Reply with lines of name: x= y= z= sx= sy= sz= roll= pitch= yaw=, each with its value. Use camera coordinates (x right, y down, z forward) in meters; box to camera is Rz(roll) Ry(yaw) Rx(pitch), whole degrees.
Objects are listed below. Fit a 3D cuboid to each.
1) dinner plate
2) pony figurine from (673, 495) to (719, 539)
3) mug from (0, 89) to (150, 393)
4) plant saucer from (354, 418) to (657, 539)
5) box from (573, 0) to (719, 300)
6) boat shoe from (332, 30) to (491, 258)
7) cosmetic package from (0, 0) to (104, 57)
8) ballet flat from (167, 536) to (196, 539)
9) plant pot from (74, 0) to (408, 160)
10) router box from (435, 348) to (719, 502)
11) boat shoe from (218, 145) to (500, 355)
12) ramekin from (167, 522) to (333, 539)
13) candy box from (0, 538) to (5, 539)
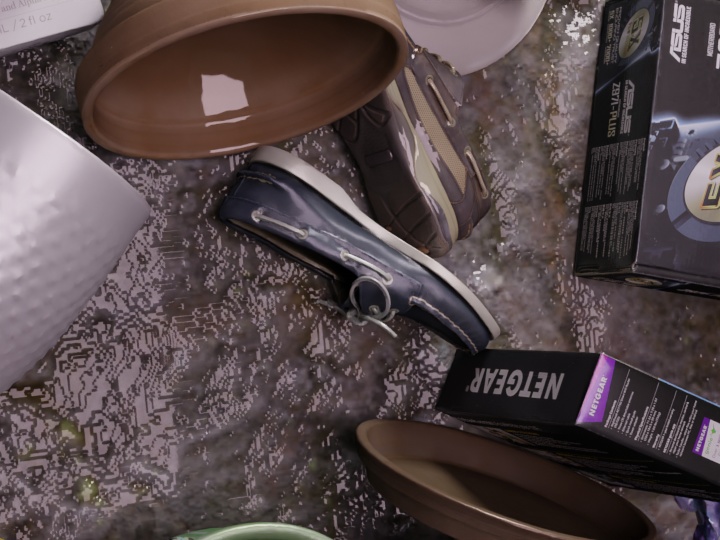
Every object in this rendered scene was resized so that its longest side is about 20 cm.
dinner plate: x=0.048 y=-0.229 z=1.317 sx=0.200 sy=0.024 sz=0.201 roll=1 pitch=87 yaw=-24
pony figurine: x=0.261 y=0.219 z=1.320 sx=0.193 sy=0.166 sz=0.201 roll=1 pitch=79 yaw=-57
mug: x=-0.250 y=-0.019 z=1.128 sx=0.200 sy=0.148 sz=0.176 roll=33 pitch=82 yaw=12
plant saucer: x=0.088 y=0.142 z=1.231 sx=0.199 sy=0.200 sz=0.030 roll=15 pitch=98 yaw=-22
box: x=0.248 y=-0.084 z=1.363 sx=0.163 sy=0.086 sz=0.201 roll=10 pitch=84 yaw=-22
boat shoe: x=0.026 y=-0.109 z=1.284 sx=0.073 sy=0.074 sz=0.201 roll=-29 pitch=104 yaw=-35
cosmetic package: x=-0.234 y=-0.227 z=1.168 sx=0.101 sy=0.074 sz=0.201 roll=-21 pitch=97 yaw=-23
ballet flat: x=-0.074 y=0.249 z=1.115 sx=0.074 sy=0.074 sz=0.201 roll=-17 pitch=94 yaw=-23
plant pot: x=-0.078 y=-0.148 z=1.176 sx=0.200 sy=0.201 sz=0.093 roll=-8 pitch=72 yaw=-23
router box: x=0.157 y=0.098 z=1.255 sx=0.149 sy=0.200 sz=0.051 roll=24 pitch=80 yaw=-21
boat shoe: x=0.000 y=0.000 z=1.260 sx=0.200 sy=0.075 sz=0.062 roll=38 pitch=73 yaw=-16
ramekin: x=-0.077 y=0.251 z=1.204 sx=0.199 sy=0.098 sz=0.201 roll=1 pitch=88 yaw=-23
candy box: x=-0.297 y=0.179 z=1.151 sx=0.200 sy=0.026 sz=0.103 roll=25 pitch=81 yaw=-20
